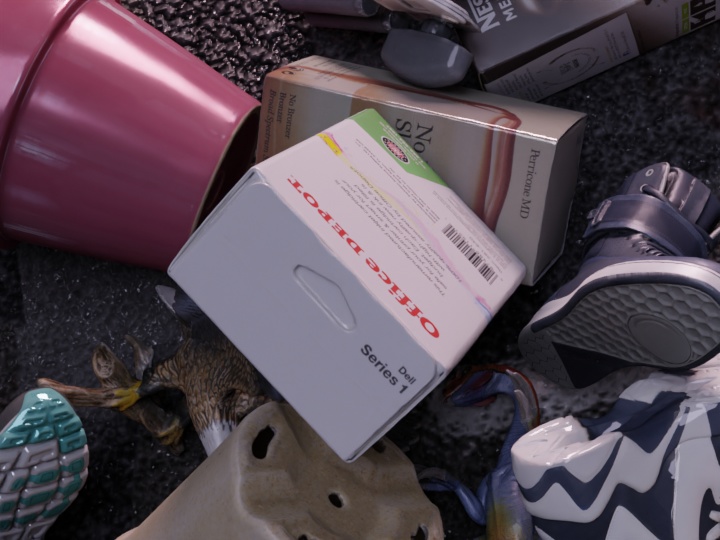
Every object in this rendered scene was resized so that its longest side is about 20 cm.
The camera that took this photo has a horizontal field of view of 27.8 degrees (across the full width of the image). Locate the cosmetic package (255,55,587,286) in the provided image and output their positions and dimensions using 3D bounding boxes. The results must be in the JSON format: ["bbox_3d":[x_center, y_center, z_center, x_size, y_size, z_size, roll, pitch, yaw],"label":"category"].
[{"bbox_3d":[0.037,-0.069,0.956,0.198,0.087,0.104,13,111,18],"label":"cosmetic package"}]

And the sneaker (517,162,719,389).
[{"bbox_3d":[0.185,-0.010,0.868,0.077,0.202,0.146,45,68,-9],"label":"sneaker"}]

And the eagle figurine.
[{"bbox_3d":[-0.074,0.069,0.925,0.199,0.151,0.152,-21,94,33],"label":"eagle figurine"}]

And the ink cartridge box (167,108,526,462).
[{"bbox_3d":[0.000,0.000,0.828,0.145,0.200,0.084,46,114,2],"label":"ink cartridge box"}]

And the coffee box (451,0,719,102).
[{"bbox_3d":[0.155,-0.203,0.991,0.199,0.080,0.114,-25,68,5],"label":"coffee box"}]

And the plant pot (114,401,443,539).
[{"bbox_3d":[-0.053,0.181,0.822,0.201,0.200,0.184,51,124,22],"label":"plant pot"}]

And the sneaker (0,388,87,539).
[{"bbox_3d":[-0.235,0.136,0.937,0.091,0.077,0.201,57,135,34],"label":"sneaker"}]

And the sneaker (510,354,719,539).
[{"bbox_3d":[0.191,0.131,0.842,0.198,0.079,0.131,-21,106,-21],"label":"sneaker"}]

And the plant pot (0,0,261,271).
[{"bbox_3d":[-0.171,-0.089,0.990,0.178,0.200,0.201,23,79,3],"label":"plant pot"}]

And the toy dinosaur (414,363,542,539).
[{"bbox_3d":[0.087,0.152,0.916,0.104,0.201,0.182,-9,36,29],"label":"toy dinosaur"}]

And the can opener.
[{"bbox_3d":[0.006,-0.172,0.984,0.200,0.052,0.067,26,89,53],"label":"can opener"}]
